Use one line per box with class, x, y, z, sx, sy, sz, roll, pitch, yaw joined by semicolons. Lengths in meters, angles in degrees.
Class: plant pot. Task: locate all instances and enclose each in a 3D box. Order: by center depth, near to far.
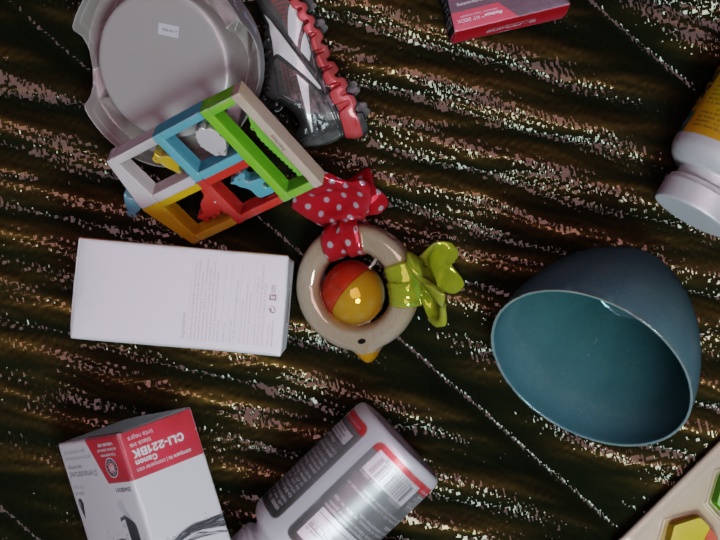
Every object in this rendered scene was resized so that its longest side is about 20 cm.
plant pot;0.247;0.053;1.091;0.200;0.200;0.135;39;53;-1

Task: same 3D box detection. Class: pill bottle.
pill bottle;-0.031;0.237;1.105;0.200;0.114;0.114;-44;91;-1
pill bottle;0.384;-0.138;1.120;0.113;0.113;0.200;32;89;-1

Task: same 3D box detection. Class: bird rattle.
bird rattle;0.000;0.000;1.119;0.200;0.113;0.163;36;105;2

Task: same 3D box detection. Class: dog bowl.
dog bowl;-0.185;-0.205;1.097;0.200;0.059;0.200;6;111;17

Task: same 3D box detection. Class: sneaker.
sneaker;-0.072;-0.212;1.129;0.098;0.071;0.201;-27;90;-2

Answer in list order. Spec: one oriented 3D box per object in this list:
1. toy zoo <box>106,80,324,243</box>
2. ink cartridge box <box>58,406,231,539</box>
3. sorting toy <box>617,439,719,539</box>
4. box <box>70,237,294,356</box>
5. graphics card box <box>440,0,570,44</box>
toy zoo;-0.153;-0.095;1.087;0.200;0.020;0.131;-22;129;29
ink cartridge box;-0.201;0.245;1.078;0.084;0.144;0.200;-18;90;-39
sorting toy;0.392;0.288;1.153;0.200;0.036;0.185;-42;91;-1
box;-0.170;0.026;1.098;0.200;0.124;0.098;5;89;-2
graphics card box;0.130;-0.347;1.146;0.125;0.051;0.200;-13;89;-1
